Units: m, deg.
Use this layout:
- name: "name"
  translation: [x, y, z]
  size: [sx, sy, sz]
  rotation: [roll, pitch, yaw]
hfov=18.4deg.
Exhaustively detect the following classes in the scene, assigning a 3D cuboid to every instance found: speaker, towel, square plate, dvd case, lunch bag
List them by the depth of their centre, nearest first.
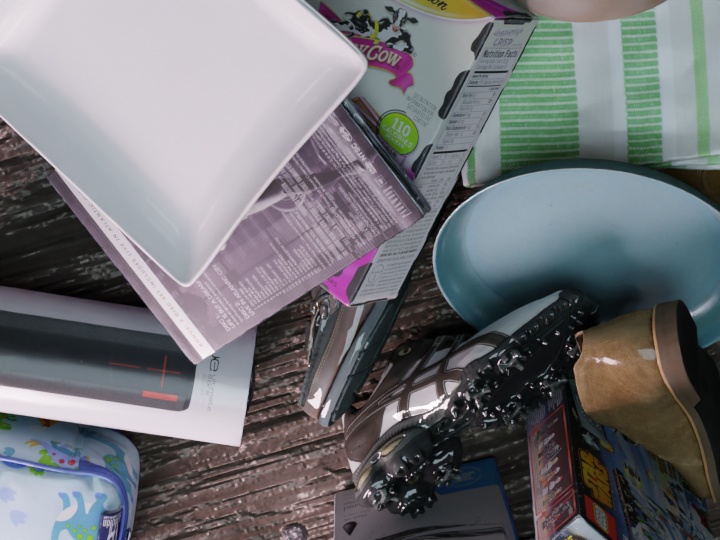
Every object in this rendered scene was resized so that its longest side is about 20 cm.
- name: "square plate"
  translation: [-0.116, -0.121, 1.266]
  size: [0.198, 0.028, 0.200]
  rotation: [43, 124, 2]
- name: "dvd case"
  translation: [-0.074, -0.046, 1.311]
  size: [0.200, 0.016, 0.149]
  rotation: [-33, 100, 33]
- name: "towel"
  translation: [0.153, -0.130, 1.345]
  size: [0.199, 0.023, 0.154]
  rotation: [-5, 96, 10]
- name: "speaker"
  translation: [-0.165, 0.060, 1.422]
  size: [0.199, 0.081, 0.082]
  rotation: [9, 113, -4]
- name: "lunch bag"
  translation: [-0.250, 0.169, 1.470]
  size: [0.199, 0.083, 0.162]
  rotation: [13, 115, -4]

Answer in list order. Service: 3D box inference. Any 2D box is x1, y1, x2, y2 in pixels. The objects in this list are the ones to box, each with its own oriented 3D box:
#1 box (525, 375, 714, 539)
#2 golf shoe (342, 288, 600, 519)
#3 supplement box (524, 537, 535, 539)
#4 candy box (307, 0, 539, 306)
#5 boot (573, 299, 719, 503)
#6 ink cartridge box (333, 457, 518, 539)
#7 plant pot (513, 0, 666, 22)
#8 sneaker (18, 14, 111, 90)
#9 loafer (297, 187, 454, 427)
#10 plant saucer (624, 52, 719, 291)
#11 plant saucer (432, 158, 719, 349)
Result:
- name: "box"
  translation: [0.165, 0.154, 1.395]
  size: [0.137, 0.200, 0.040]
  rotation: [41, 110, -15]
- name: "golf shoe"
  translation: [0.060, 0.064, 1.413]
  size: [0.200, 0.095, 0.078]
  rotation: [-41, 140, 16]
- name: "supplement box"
  translation: [0.059, 0.268, 1.513]
  size: [0.199, 0.074, 0.127]
  rotation: [-14, 113, 6]
- name: "candy box"
  translation: [0.000, -0.099, 1.330]
  size: [0.136, 0.061, 0.201]
  rotation: [36, 112, 24]
- name: "boot"
  translation: [0.189, 0.086, 1.411]
  size: [0.075, 0.074, 0.200]
  rotation: [-11, 142, 18]
- name: "ink cartridge box"
  translation: [0.045, 0.204, 1.417]
  size: [0.115, 0.200, 0.067]
  rotation: [-13, 113, 5]
- name: "plant pot"
  translation: [0.128, -0.243, 1.248]
  size: [0.199, 0.201, 0.174]
  rotation: [-9, 129, 4]
- name: "sneaker"
  translation: [-0.126, -0.130, 1.324]
  size: [0.199, 0.076, 0.077]
  rotation: [-28, 83, 25]
- name: "loafer"
  translation: [0.000, 0.000, 1.411]
  size: [0.063, 0.072, 0.201]
  rotation: [28, 105, 11]
- name: "plant saucer"
  translation: [0.229, -0.065, 1.391]
  size: [0.199, 0.035, 0.201]
  rotation: [0, 113, 0]
- name: "plant saucer"
  translation: [0.145, -0.007, 1.380]
  size: [0.199, 0.028, 0.201]
  rotation: [6, 142, 5]
